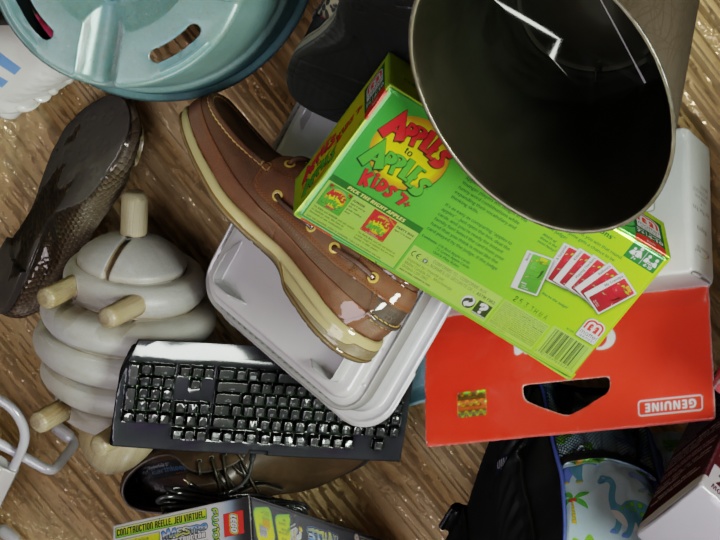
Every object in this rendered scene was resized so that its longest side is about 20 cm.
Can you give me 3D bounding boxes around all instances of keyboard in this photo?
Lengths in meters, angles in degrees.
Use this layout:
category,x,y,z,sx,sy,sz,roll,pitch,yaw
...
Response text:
category,x,y,z,sx,sy,sz,roll,pitch,yaw
keyboard,-0.067,0.111,1.770,0.199,0.021,0.128,4,109,-18

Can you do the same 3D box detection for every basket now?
category,x,y,z,sx,sy,sz,roll,pitch,yaw
basket,0.125,-0.145,1.538,0.136,0.200,0.181,-24,110,28

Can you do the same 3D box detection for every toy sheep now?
category,x,y,z,sx,sy,sz,roll,pitch,yaw
toy sheep,-0.157,0.043,1.800,0.137,0.138,0.201,16,113,14

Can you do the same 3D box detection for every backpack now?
category,x,y,z,sx,sy,sz,roll,pitch,yaw
backpack,0.144,0.188,1.710,0.146,0.200,0.183,12,125,-12

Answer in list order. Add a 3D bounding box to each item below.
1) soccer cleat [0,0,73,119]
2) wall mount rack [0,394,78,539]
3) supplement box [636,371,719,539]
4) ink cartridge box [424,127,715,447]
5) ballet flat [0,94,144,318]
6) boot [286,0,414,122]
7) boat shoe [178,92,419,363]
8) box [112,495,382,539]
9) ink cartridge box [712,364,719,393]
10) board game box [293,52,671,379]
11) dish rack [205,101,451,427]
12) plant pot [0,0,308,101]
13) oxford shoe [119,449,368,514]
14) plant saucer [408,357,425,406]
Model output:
category,x,y,z,sx,sy,sz,roll,pitch,yaw
soccer cleat,-0.212,-0.142,1.767,0.199,0.070,0.087,0,125,29
wall mount rack,-0.305,0.131,1.946,0.173,0.075,0.200,31,124,0
supplement box,0.247,0.131,1.638,0.109,0.200,0.061,44,122,-5
ink cartridge box,0.118,0.012,1.666,0.199,0.044,0.174,-7,73,25
ballet flat,-0.193,-0.040,1.822,0.046,0.067,0.200,11,129,-33
boot,0.026,-0.186,1.609,0.073,0.154,0.204,24,152,-5
boat shoe,-0.035,-0.037,1.645,0.068,0.072,0.200,-44,69,17
box,-0.066,0.196,1.819,0.110,0.200,0.035,-14,68,27
ink cartridge box,0.303,-0.012,1.572,0.083,0.146,0.200,34,124,1
board game box,0.071,-0.030,1.581,0.200,0.048,0.102,31,114,-15
dish rack,-0.012,-0.021,1.692,0.172,0.043,0.200,39,108,31
plant pot,-0.129,-0.190,1.587,0.199,0.196,0.201,0,99,3
oxford shoe,-0.076,0.136,1.845,0.199,0.084,0.073,-17,107,27
plant saucer,0.000,0.000,1.780,0.070,0.019,0.200,-18,107,29
